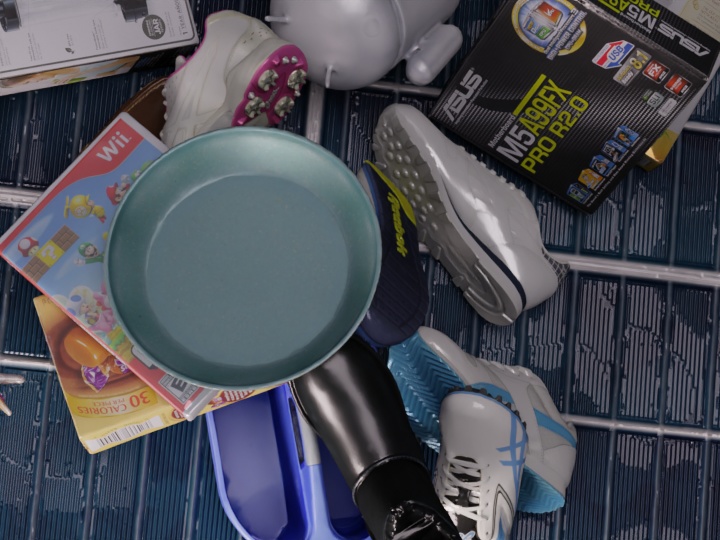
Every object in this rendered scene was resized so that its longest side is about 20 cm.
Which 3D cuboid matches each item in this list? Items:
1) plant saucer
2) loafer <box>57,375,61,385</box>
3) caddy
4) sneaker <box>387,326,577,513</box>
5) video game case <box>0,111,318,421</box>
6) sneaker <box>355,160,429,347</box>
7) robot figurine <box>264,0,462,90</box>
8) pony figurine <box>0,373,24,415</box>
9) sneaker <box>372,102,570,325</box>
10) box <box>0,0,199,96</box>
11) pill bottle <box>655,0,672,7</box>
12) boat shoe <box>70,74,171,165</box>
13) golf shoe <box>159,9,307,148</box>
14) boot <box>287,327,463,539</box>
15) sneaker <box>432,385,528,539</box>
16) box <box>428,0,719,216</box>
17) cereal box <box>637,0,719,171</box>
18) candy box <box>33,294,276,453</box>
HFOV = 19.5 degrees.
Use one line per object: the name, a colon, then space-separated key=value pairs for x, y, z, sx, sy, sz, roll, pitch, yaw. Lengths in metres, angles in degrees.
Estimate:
plant saucer: x=-0.083 y=-0.005 z=1.501 sx=0.199 sy=0.036 sz=0.201 roll=-1 pitch=70 yaw=4
loafer: x=-0.158 y=0.017 z=1.623 sx=0.200 sy=0.075 sz=0.070 roll=-32 pitch=92 yaw=-13
caddy: x=-0.047 y=0.126 z=1.609 sx=0.141 sy=0.105 sz=0.201 roll=-9 pitch=83 yaw=-12
sneaker: x=0.094 y=0.104 z=1.632 sx=0.200 sy=0.076 sz=0.081 roll=46 pitch=47 yaw=-29
video game case: x=-0.149 y=-0.005 z=1.535 sx=0.200 sy=0.017 sz=0.143 roll=39 pitch=78 yaw=15
sneaker: x=0.000 y=0.000 z=1.611 sx=0.082 sy=0.200 sz=0.074 roll=-32 pitch=119 yaw=18
robot figurine: x=0.005 y=-0.215 z=1.648 sx=0.169 sy=0.113 sz=0.200 roll=39 pitch=48 yaw=8
pony figurine: x=-0.372 y=0.055 z=1.555 sx=0.193 sy=0.167 sz=0.200 roll=-25 pitch=71 yaw=-20
sneaker: x=0.087 y=-0.055 z=1.687 sx=0.080 sy=0.076 sz=0.200 roll=-35 pitch=93 yaw=-25
box: x=-0.239 y=-0.207 z=1.636 sx=0.199 sy=0.060 sz=0.117 roll=-14 pitch=84 yaw=-21
pill bottle: x=0.165 y=-0.283 z=1.679 sx=0.116 sy=0.116 sz=0.200 roll=-33 pitch=69 yaw=-13
boat shoe: x=-0.190 y=-0.072 z=1.635 sx=0.072 sy=0.068 sz=0.200 roll=38 pitch=77 yaw=-2
golf shoe: x=-0.121 y=-0.109 z=1.606 sx=0.092 sy=0.075 sz=0.200 roll=44 pitch=109 yaw=24
boot: x=0.018 y=0.147 z=1.481 sx=0.073 sy=0.163 sz=0.199 roll=-27 pitch=113 yaw=1
sneaker: x=0.085 y=0.164 z=1.584 sx=0.072 sy=0.200 sz=0.073 roll=12 pitch=48 yaw=12
box: x=0.165 y=-0.148 z=1.644 sx=0.160 sy=0.200 sz=0.044 roll=31 pitch=51 yaw=-5
cereal box: x=0.235 y=-0.204 z=1.744 sx=0.144 sy=0.040 sz=0.200 roll=33 pitch=77 yaw=-2
candy box: x=-0.128 y=0.045 z=1.556 sx=0.199 sy=0.056 sz=0.117 roll=-20 pitch=73 yaw=-3
